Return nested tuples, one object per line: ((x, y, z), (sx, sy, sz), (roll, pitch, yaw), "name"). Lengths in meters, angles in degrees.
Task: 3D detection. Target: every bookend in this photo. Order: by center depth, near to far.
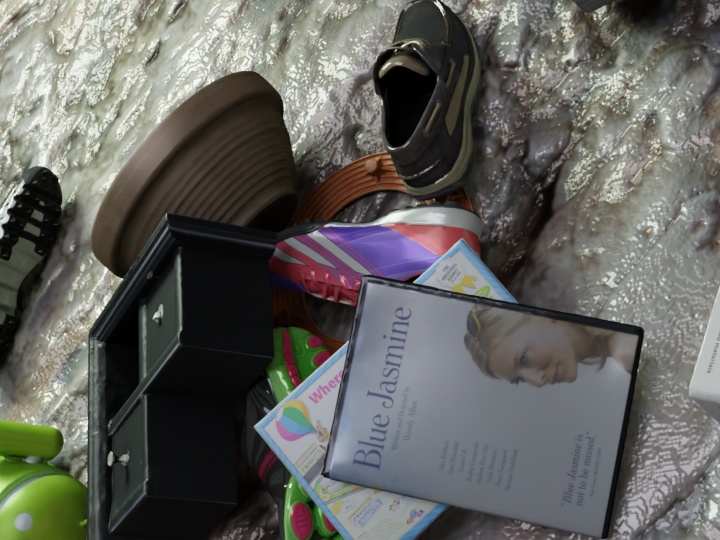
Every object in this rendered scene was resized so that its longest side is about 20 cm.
((-0.137, 0.098, 1.108), (0.199, 0.091, 0.202), (-47, 42, 50), "bookend")

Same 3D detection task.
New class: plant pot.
((-0.116, -0.056, 1.182), (0.093, 0.201, 0.201), (41, 95, 13), "plant pot")

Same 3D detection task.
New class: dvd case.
((0.082, 0.090, 0.989), (0.198, 0.018, 0.144), (11, 85, 12), "dvd case")

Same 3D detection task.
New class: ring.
((0.004, -0.007, 1.163), (0.199, 0.019, 0.203), (-15, 60, 28), "ring")

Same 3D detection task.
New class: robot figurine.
((-0.292, 0.210, 1.204), (0.199, 0.115, 0.177), (16, 94, 38), "robot figurine")

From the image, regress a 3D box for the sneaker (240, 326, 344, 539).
((-0.045, 0.145, 1.102), (0.084, 0.076, 0.202), (-44, 47, 50), "sneaker")

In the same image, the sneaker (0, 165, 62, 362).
((-0.353, -0.010, 1.388), (0.090, 0.066, 0.202), (12, 78, 36), "sneaker")

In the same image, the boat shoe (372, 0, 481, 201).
((0.051, -0.151, 1.154), (0.074, 0.073, 0.202), (-22, 48, 23), "boat shoe")

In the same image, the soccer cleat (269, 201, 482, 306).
((0.000, 0.000, 1.109), (0.198, 0.068, 0.074), (-9, 67, 29), "soccer cleat")

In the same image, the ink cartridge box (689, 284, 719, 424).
((0.309, 0.074, 0.820), (0.199, 0.145, 0.085), (10, 74, 38), "ink cartridge box")

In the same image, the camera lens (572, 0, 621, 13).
((0.214, -0.304, 1.063), (0.199, 0.160, 0.161), (-32, 53, 19), "camera lens")

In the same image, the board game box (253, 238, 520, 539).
((0.042, 0.095, 1.023), (0.200, 0.034, 0.135), (-41, 78, 3), "board game box")
